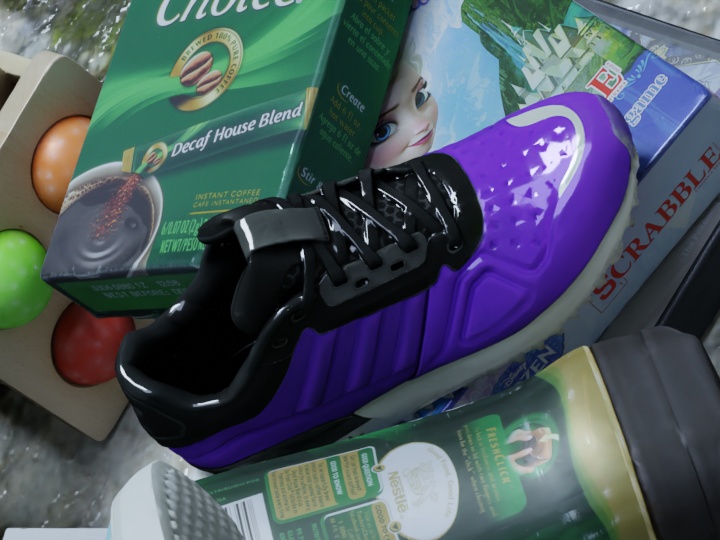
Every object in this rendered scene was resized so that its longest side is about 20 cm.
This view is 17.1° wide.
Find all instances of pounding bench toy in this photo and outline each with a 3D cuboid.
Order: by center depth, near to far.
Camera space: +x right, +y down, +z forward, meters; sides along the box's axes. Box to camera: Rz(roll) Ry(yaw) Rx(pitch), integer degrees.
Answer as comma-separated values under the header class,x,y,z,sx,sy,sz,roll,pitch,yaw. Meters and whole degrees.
class,x,y,z,sx,sy,sz,roll,pitch,yaw
pounding bench toy,-0.175,-0.038,1.005,0.155,0.200,0.125,20,76,45

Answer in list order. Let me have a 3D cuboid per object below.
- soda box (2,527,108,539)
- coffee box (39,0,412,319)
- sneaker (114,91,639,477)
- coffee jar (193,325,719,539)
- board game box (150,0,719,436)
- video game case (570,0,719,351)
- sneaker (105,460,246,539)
class,x,y,z,sx,sy,sz,roll,pitch,yaw
soda box,-0.119,0.201,0.903,0.068,0.064,0.201,-5,61,37
coffee box,-0.045,-0.079,0.940,0.122,0.044,0.201,-2,61,39
sneaker,0.000,0.001,0.810,0.200,0.099,0.070,-38,49,14
coffee jar,0.033,0.092,0.785,0.199,0.105,0.086,-19,47,3
board game box,0.019,-0.023,0.913,0.200,0.041,0.199,-50,44,1
video game case,0.062,-0.011,0.918,0.180,0.025,0.201,26,82,46
sneaker,-0.057,0.142,0.641,0.082,0.074,0.201,-28,45,14
